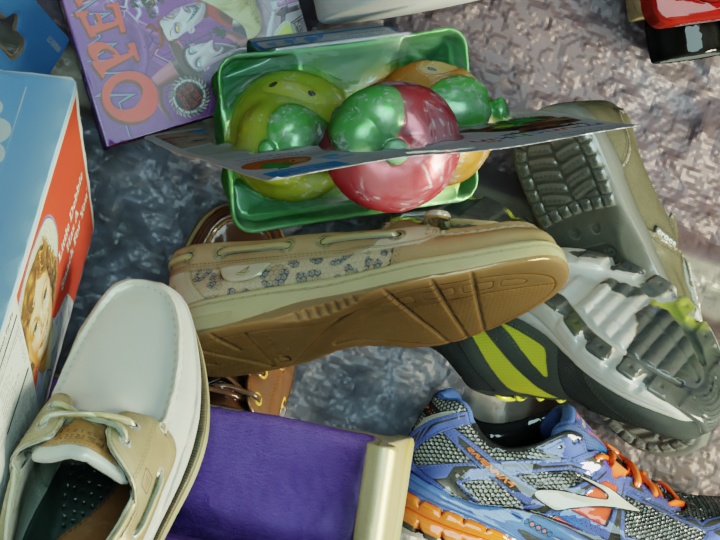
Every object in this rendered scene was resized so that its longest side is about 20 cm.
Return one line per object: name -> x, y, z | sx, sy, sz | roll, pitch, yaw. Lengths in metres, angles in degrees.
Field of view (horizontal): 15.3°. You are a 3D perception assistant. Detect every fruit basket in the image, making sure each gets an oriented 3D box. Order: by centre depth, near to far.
fruit basket -> 0.009, -0.072, 1.281 | 0.184, 0.200, 0.094 | -9, 95, -19

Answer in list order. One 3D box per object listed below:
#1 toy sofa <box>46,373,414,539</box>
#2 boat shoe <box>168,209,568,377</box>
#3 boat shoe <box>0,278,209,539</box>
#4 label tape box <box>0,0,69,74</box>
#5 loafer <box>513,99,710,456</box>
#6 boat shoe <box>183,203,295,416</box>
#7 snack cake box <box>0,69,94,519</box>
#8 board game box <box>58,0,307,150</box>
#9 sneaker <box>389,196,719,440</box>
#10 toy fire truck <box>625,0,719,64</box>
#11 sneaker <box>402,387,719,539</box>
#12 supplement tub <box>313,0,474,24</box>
toy sofa -> -0.080, 0.104, 1.265 | 0.199, 0.098, 0.083 | 10, 92, 15
boat shoe -> 0.000, 0.000, 1.290 | 0.199, 0.073, 0.063 | -10, 62, 8
boat shoe -> -0.117, 0.089, 1.205 | 0.074, 0.068, 0.201 | 5, 66, 12
label tape box -> -0.230, -0.058, 1.286 | 0.063, 0.144, 0.201 | 24, 81, 15
loafer -> 0.144, 0.000, 1.379 | 0.070, 0.075, 0.201 | -37, 114, -48
boat shoe -> -0.068, 0.066, 1.351 | 0.072, 0.068, 0.201 | 9, 88, -8
snack cake box -> -0.178, 0.020, 1.221 | 0.067, 0.115, 0.201 | 7, 55, 7
board game box -> -0.104, -0.174, 1.369 | 0.119, 0.032, 0.201 | -18, 92, -7
sneaker -> 0.098, 0.034, 1.344 | 0.200, 0.085, 0.074 | 33, 46, 28
toy fire truck -> 0.231, -0.183, 1.334 | 0.175, 0.200, 0.130 | -7, 91, -8
sneaker -> 0.113, 0.110, 1.371 | 0.199, 0.075, 0.079 | 11, 97, -10
supplement tub -> 0.021, -0.234, 1.338 | 0.131, 0.132, 0.201 | -11, 92, -9
